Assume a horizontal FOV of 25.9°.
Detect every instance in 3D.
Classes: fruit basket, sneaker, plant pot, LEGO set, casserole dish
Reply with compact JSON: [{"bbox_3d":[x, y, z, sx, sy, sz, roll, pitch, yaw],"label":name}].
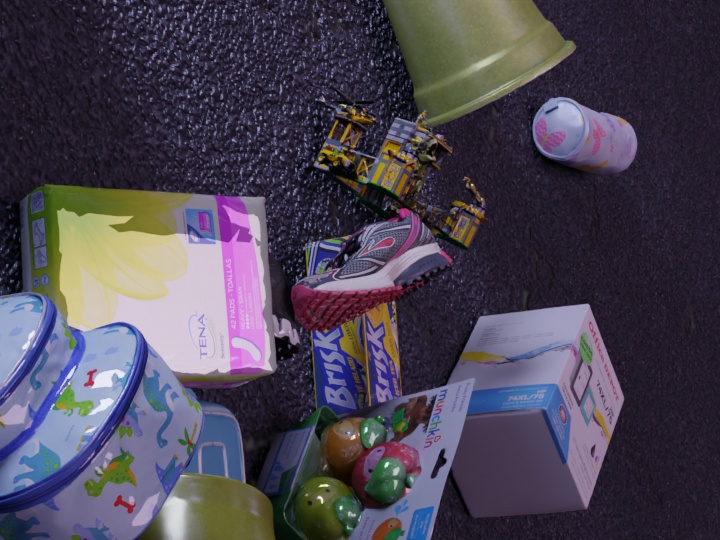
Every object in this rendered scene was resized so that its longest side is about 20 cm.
[{"bbox_3d":[-0.002,0.180,1.389,0.094,0.200,0.185,45,44,-25],"label":"fruit basket"},{"bbox_3d":[0.000,0.000,1.469,0.200,0.081,0.075,-22,77,-51],"label":"sneaker"},{"bbox_3d":[-0.132,0.260,1.157,0.200,0.200,0.193,40,42,-49],"label":"plant pot"},{"bbox_3d":[0.053,-0.117,1.609,0.200,0.154,0.116,31,82,-40],"label":"LEGO set"},{"bbox_3d":[0.111,-0.284,1.751,0.184,0.200,0.200,61,33,-10],"label":"plant pot"},{"bbox_3d":[-0.135,0.194,1.312,0.121,0.039,0.200,11,74,-59],"label":"casserole dish"},{"bbox_3d":[-0.116,0.009,1.375,0.200,0.066,0.091,38,46,-54],"label":"sneaker"}]

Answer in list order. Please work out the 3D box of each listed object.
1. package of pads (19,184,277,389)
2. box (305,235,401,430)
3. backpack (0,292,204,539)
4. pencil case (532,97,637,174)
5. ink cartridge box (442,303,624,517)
[{"bbox_3d":[-0.164,0.018,1.217,0.200,0.068,0.155,2,78,-34],"label":"package of pads"},{"bbox_3d":[-0.005,0.070,1.547,0.070,0.064,0.200,11,72,-58],"label":"box"},{"bbox_3d":[-0.219,0.108,1.023,0.147,0.200,0.183,60,36,-32],"label":"backpack"},{"bbox_3d":[0.310,-0.184,2.153,0.200,0.083,0.091,3,81,-60],"label":"pencil case"},{"bbox_3d":[0.194,0.158,1.788,0.147,0.146,0.200,66,32,-26],"label":"ink cartridge box"}]
